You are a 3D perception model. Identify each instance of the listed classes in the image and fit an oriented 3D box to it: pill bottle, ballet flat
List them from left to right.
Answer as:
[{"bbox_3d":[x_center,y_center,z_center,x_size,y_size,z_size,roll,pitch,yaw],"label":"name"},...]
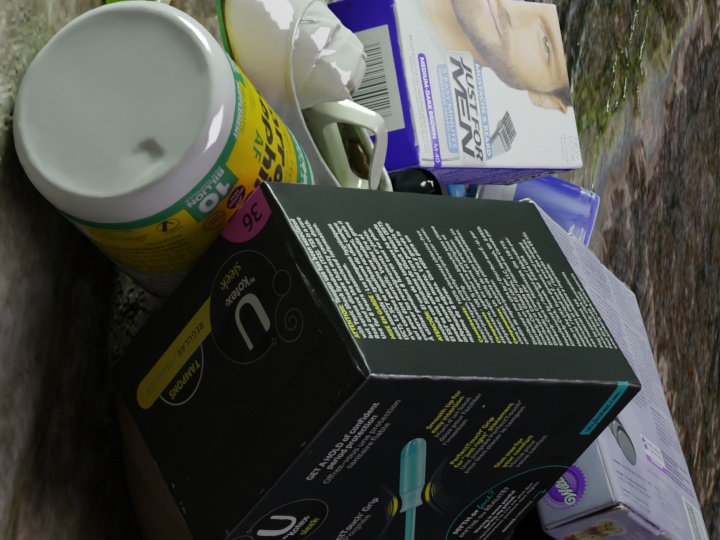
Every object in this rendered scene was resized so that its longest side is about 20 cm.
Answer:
[{"bbox_3d":[-0.088,-0.046,1.493,0.200,0.112,0.113,51,45,-63],"label":"pill bottle"},{"bbox_3d":[-0.021,-0.094,1.566,0.200,0.069,0.070,72,28,-51],"label":"ballet flat"}]

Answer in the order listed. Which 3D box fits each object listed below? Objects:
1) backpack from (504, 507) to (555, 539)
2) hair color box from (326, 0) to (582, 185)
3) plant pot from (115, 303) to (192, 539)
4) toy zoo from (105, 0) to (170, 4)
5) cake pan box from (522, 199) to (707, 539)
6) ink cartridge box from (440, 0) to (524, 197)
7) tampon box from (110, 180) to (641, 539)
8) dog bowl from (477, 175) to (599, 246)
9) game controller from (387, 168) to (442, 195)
[{"bbox_3d":[0.042,0.182,1.764,0.176,0.199,0.154,-91,172,-52],"label":"backpack"},{"bbox_3d":[0.056,-0.110,1.811,0.200,0.065,0.110,-3,83,-59],"label":"hair color box"},{"bbox_3d":[-0.055,0.114,1.578,0.093,0.201,0.201,-50,-177,32],"label":"plant pot"},{"bbox_3d":[-0.118,-0.235,1.520,0.131,0.020,0.200,-67,153,-46],"label":"toy zoo"},{"bbox_3d":[0.130,0.075,1.659,0.200,0.052,0.185,34,39,-63],"label":"cake pan box"},{"bbox_3d":[0.049,-0.137,1.953,0.116,0.068,0.200,71,29,-46],"label":"ink cartridge box"},{"bbox_3d":[0.008,0.053,1.488,0.200,0.150,0.126,4,46,-44],"label":"tampon box"},{"bbox_3d":[0.093,0.030,1.981,0.200,0.079,0.201,19,90,-89],"label":"dog bowl"},{"bbox_3d":[0.000,0.000,1.704,0.200,0.042,0.105,-9,-107,65],"label":"game controller"}]
